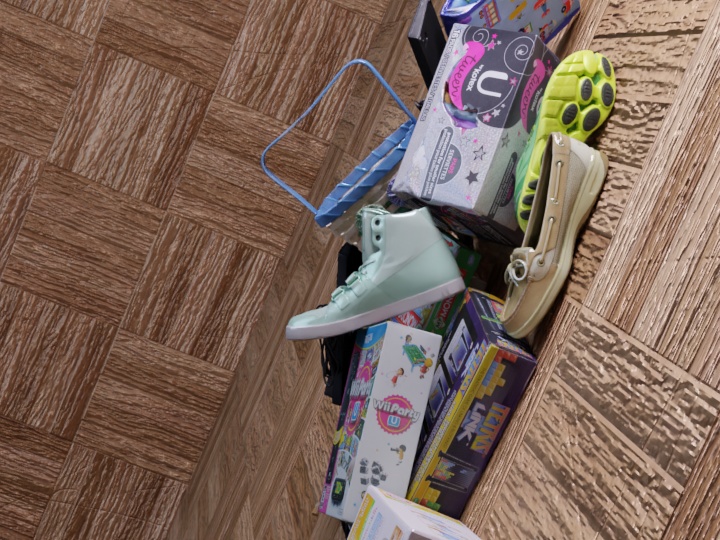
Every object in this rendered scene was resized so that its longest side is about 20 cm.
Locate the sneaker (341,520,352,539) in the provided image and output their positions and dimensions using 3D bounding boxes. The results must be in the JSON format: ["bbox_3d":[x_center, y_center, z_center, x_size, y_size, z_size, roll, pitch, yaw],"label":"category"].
[{"bbox_3d":[-0.001,0.283,1.474,0.077,0.084,0.200,-50,18,32],"label":"sneaker"}]

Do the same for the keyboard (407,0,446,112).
[{"bbox_3d":[0.087,-0.197,1.483,0.200,0.020,0.128,62,-147,-47],"label":"keyboard"}]

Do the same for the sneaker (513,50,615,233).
[{"bbox_3d":[0.198,-0.133,1.353,0.084,0.074,0.201,-164,95,-76],"label":"sneaker"}]

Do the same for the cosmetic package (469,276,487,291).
[{"bbox_3d":[0.083,0.065,1.612,0.200,0.051,0.152,-146,76,-79],"label":"cosmetic package"}]

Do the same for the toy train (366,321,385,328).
[{"bbox_3d":[0.005,0.086,1.577,0.150,0.055,0.201,-131,34,-75],"label":"toy train"}]

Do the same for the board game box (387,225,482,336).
[{"bbox_3d":[0.077,0.022,1.516,0.200,0.029,0.135,-134,67,-76],"label":"board game box"}]

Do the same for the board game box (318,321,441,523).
[{"bbox_3d":[0.017,0.161,1.363,0.148,0.064,0.201,152,133,-76],"label":"board game box"}]

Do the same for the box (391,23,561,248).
[{"bbox_3d":[0.140,-0.145,1.427,0.114,0.132,0.201,15,81,36],"label":"box"}]

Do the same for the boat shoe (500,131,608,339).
[{"bbox_3d":[0.174,-0.033,1.278,0.202,0.063,0.073,-66,10,-2],"label":"boat shoe"}]

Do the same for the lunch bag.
[{"bbox_3d":[0.163,-0.297,1.520,0.200,0.094,0.151,-55,-30,-21],"label":"lunch bag"}]

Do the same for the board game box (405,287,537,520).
[{"bbox_3d":[0.101,0.138,1.345,0.165,0.056,0.201,-103,37,-70],"label":"board game box"}]

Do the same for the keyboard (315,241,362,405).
[{"bbox_3d":[-0.029,0.061,1.601,0.104,0.039,0.201,-41,-45,-66],"label":"keyboard"}]

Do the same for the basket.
[{"bbox_3d":[0.008,-0.123,1.541,0.176,0.200,0.139,-45,5,15],"label":"basket"}]

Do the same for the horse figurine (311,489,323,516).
[{"bbox_3d":[-0.005,0.247,1.671,0.133,0.050,0.200,-59,-2,-30],"label":"horse figurine"}]

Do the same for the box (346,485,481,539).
[{"bbox_3d":[0.049,0.278,1.183,0.200,0.101,0.113,-168,100,-80],"label":"box"}]

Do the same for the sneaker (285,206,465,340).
[{"bbox_3d":[0.000,0.000,1.406,0.074,0.199,0.119,-8,-102,-81],"label":"sneaker"}]

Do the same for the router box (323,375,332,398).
[{"bbox_3d":[0.021,0.060,1.735,0.149,0.051,0.201,-46,-25,-60],"label":"router box"}]

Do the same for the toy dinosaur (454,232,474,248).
[{"bbox_3d":[0.141,-0.125,1.654,0.086,0.136,0.200,13,52,39],"label":"toy dinosaur"}]
